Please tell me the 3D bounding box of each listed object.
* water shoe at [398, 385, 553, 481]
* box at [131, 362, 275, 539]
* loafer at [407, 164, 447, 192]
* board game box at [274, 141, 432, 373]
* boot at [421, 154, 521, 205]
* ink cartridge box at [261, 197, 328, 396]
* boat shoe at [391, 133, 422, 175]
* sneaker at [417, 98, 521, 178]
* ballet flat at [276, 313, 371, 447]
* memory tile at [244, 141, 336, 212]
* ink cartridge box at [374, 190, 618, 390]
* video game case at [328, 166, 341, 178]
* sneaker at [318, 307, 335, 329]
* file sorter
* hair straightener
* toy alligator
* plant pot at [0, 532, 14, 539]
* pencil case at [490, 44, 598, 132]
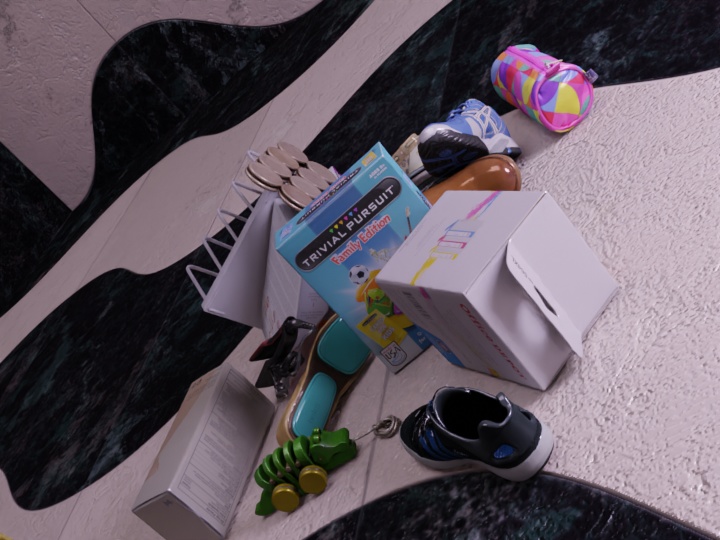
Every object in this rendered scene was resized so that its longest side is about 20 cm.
[{"bbox_3d":[0.087,0.128,0.872,0.072,0.079,0.199,-53,23,-23],"label":"water shoe"},{"bbox_3d":[-0.182,0.220,1.179,0.077,0.095,0.202,-30,25,35],"label":"box"},{"bbox_3d":[0.063,-0.075,1.329,0.199,0.071,0.064,-36,64,24],"label":"loafer"},{"bbox_3d":[0.028,-0.009,1.061,0.150,0.200,0.047,-39,22,12],"label":"board game box"},{"bbox_3d":[0.078,-0.067,1.148,0.198,0.078,0.154,-18,2,40],"label":"boot"},{"bbox_3d":[-0.083,0.032,1.269,0.161,0.046,0.204,-122,34,-55],"label":"ink cartridge box"},{"bbox_3d":[0.031,-0.119,1.408,0.199,0.063,0.073,-35,1,35],"label":"boat shoe"},{"bbox_3d":[0.122,-0.162,1.202,0.075,0.078,0.199,-28,-12,30],"label":"sneaker"},{"bbox_3d":[-0.044,0.122,1.147,0.063,0.068,0.201,-38,16,55],"label":"ballet flat"},{"bbox_3d":[-0.069,-0.109,1.298,0.017,0.152,0.200,-55,2,20],"label":"memory tile"},{"bbox_3d":[0.131,0.014,0.933,0.126,0.129,0.199,-49,23,-15],"label":"ink cartridge box"},{"bbox_3d":[-0.097,-0.072,1.630,0.199,0.036,0.182,-42,20,8],"label":"video game case"},{"bbox_3d":[0.000,0.000,1.265,0.198,0.078,0.113,-19,34,48],"label":"sneaker"},{"bbox_3d":[-0.136,-0.040,1.383,0.202,0.137,0.125,-59,39,13],"label":"file sorter"},{"bbox_3d":[-0.087,0.110,1.179,0.040,0.078,0.200,-6,-18,-26],"label":"hair straightener"},{"bbox_3d":[-0.050,0.192,1.040,0.199,0.054,0.060,-37,23,20],"label":"toy alligator"},{"bbox_3d":[-0.370,0.436,1.014,0.201,0.194,0.196,-49,21,3],"label":"plant pot"},{"bbox_3d":[0.230,-0.240,1.274,0.088,0.088,0.200,-42,21,5],"label":"pencil case"}]
